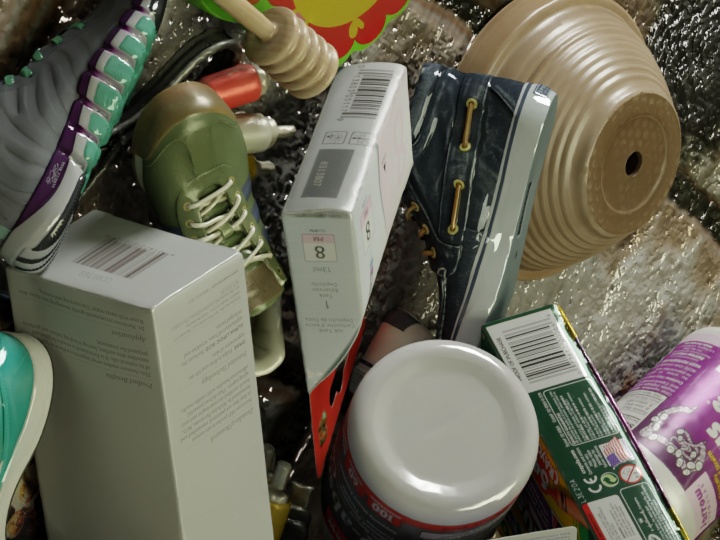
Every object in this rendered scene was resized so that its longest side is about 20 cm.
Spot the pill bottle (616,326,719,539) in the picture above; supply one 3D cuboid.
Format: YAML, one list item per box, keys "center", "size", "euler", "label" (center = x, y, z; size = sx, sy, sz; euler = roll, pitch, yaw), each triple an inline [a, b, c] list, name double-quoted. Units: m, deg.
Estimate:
- center: [0.220, 0.139, 1.905]
  size: [0.200, 0.112, 0.112]
  euler: [-41, 132, -28]
  label: "pill bottle"

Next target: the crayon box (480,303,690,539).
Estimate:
- center: [0.134, 0.152, 1.639]
  size: [0.058, 0.200, 0.173]
  euler: [-16, 141, -14]
  label: "crayon box"

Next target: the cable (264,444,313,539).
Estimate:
- center: [-0.075, 0.207, 1.639]
  size: [0.050, 0.097, 0.200]
  euler: [19, 90, -7]
  label: "cable"

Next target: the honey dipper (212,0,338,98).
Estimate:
- center: [-0.081, -0.155, 1.449]
  size: [0.200, 0.038, 0.038]
  euler: [36, 79, -47]
  label: "honey dipper"

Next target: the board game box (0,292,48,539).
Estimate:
- center: [-0.227, 0.074, 1.456]
  size: [0.200, 0.035, 0.136]
  euler: [20, 91, -49]
  label: "board game box"

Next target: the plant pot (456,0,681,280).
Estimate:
- center: [0.148, -0.082, 1.748]
  size: [0.201, 0.093, 0.201]
  euler: [-23, 123, -40]
  label: "plant pot"

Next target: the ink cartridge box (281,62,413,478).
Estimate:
- center: [0.000, 0.000, 1.588]
  size: [0.163, 0.057, 0.200]
  euler: [-72, 156, -52]
  label: "ink cartridge box"

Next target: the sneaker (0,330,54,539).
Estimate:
- center: [-0.235, 0.123, 1.376]
  size: [0.121, 0.084, 0.200]
  euler: [16, 87, -54]
  label: "sneaker"

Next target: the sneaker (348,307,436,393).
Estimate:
- center: [0.079, 0.076, 1.755]
  size: [0.200, 0.073, 0.071]
  euler: [21, 97, -48]
  label: "sneaker"

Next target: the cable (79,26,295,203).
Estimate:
- center: [-0.120, -0.076, 1.491]
  size: [0.200, 0.050, 0.097]
  euler: [-22, 130, -41]
  label: "cable"

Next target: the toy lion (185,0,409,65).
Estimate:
- center: [-0.035, -0.201, 1.531]
  size: [0.200, 0.069, 0.192]
  euler: [-27, 132, -37]
  label: "toy lion"

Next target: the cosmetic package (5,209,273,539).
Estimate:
- center: [-0.120, 0.081, 1.457]
  size: [0.081, 0.113, 0.200]
  euler: [-35, 131, -43]
  label: "cosmetic package"

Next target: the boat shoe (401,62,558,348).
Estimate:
- center: [0.058, -0.030, 1.672]
  size: [0.071, 0.091, 0.200]
  euler: [-24, 129, -75]
  label: "boat shoe"

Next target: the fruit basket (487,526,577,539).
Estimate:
- center: [0.035, 0.205, 1.576]
  size: [0.185, 0.094, 0.200]
  euler: [-8, 143, -2]
  label: "fruit basket"

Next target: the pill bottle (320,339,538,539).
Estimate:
- center: [0.036, 0.129, 1.628]
  size: [0.116, 0.116, 0.200]
  euler: [-47, 170, -23]
  label: "pill bottle"

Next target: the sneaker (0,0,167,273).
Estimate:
- center: [-0.171, -0.099, 1.421]
  size: [0.074, 0.087, 0.200]
  euler: [121, -8, -60]
  label: "sneaker"

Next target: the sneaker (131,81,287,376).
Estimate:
- center: [-0.074, -0.015, 1.494]
  size: [0.067, 0.090, 0.200]
  euler: [-28, 148, -17]
  label: "sneaker"
